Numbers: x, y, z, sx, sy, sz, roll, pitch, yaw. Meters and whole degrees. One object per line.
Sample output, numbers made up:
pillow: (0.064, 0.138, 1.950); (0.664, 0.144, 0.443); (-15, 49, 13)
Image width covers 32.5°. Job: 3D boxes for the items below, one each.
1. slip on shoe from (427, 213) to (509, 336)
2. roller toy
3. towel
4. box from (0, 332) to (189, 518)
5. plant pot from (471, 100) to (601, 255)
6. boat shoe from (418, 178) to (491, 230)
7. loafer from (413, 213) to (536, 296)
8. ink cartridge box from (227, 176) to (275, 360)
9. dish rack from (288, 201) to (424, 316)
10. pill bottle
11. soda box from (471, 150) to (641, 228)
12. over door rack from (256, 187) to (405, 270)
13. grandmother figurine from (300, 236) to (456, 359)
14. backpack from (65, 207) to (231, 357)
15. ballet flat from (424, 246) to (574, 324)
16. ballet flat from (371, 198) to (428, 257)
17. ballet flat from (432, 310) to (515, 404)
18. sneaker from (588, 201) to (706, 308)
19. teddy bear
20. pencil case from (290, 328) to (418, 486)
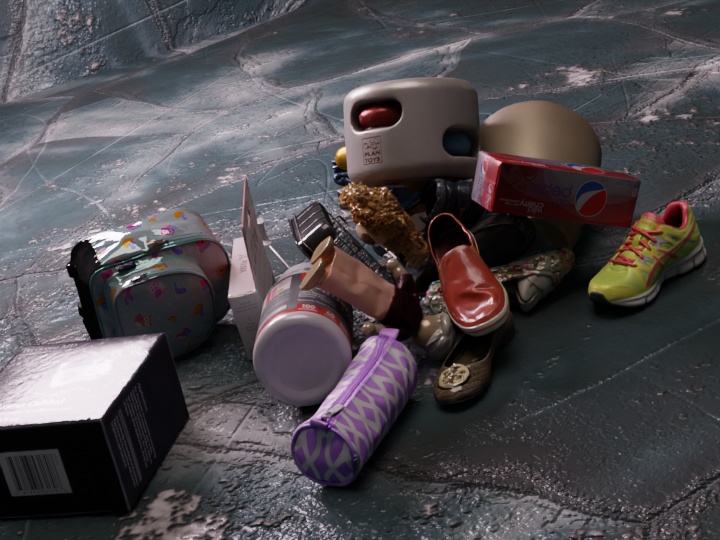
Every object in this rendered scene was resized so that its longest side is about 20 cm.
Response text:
slip on shoe: (0.121, 0.004, 1.464); (0.074, 0.061, 0.201); (-29, 39, 10)
roller toy: (0.067, -0.175, 1.651); (0.197, 0.142, 0.182); (-3, -1, -5)
towel: (0.035, -0.129, 1.842); (0.110, 0.049, 0.200); (18, 2, 17)
box: (-0.324, 0.172, 1.391); (0.194, 0.119, 0.200); (-6, 23, 15)
plant pot: (0.232, -0.093, 1.659); (0.185, 0.189, 0.201); (-6, 38, 14)
boat shoe: (0.112, -0.072, 1.646); (0.090, 0.072, 0.200); (5, -22, -13)
loafer: (0.143, -0.013, 1.573); (0.199, 0.073, 0.072); (-34, 8, 47)
ink cartridge box: (-0.149, -0.007, 1.627); (0.044, 0.178, 0.200); (-14, 23, 2)
dish rack: (0.000, 0.000, 1.549); (0.055, 0.200, 0.154); (-44, 16, 7)
pill bottle: (-0.066, 0.069, 1.485); (0.114, 0.117, 0.200); (-11, 21, 4)
soda box: (0.240, -0.099, 1.518); (0.197, 0.064, 0.070); (5, 15, -21)
over door rack: (-0.040, -0.017, 1.714); (0.146, 0.067, 0.200); (-21, 45, -17)
grandmother figurine: (0.030, 0.037, 1.447); (0.060, 0.199, 0.122); (-35, 25, 55)
backpack: (-0.263, 0.021, 1.633); (0.199, 0.177, 0.153); (-27, 42, -25)
ballet flat: (0.178, 0.028, 1.539); (0.198, 0.076, 0.064); (-17, 54, 2)
ballet flat: (0.102, -0.079, 1.794); (0.199, 0.074, 0.073); (-31, 29, -27)
ballet flat: (0.131, 0.090, 1.426); (0.067, 0.047, 0.200); (0, 26, 28)
sneaker: (0.345, -0.023, 1.518); (0.199, 0.091, 0.078); (-31, 31, -34)
teddy bear: (0.028, -0.059, 1.598); (0.067, 0.145, 0.200); (-39, 12, 2)
pencil case: (-0.005, 0.146, 1.322); (0.083, 0.087, 0.200); (0, 26, 24)
